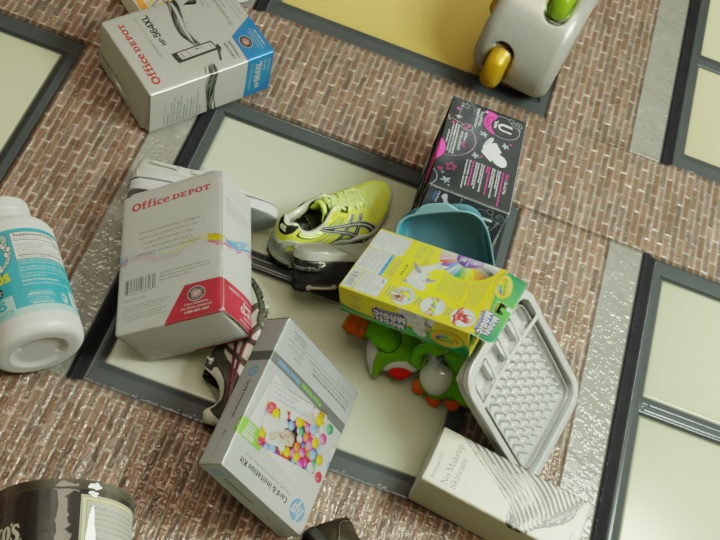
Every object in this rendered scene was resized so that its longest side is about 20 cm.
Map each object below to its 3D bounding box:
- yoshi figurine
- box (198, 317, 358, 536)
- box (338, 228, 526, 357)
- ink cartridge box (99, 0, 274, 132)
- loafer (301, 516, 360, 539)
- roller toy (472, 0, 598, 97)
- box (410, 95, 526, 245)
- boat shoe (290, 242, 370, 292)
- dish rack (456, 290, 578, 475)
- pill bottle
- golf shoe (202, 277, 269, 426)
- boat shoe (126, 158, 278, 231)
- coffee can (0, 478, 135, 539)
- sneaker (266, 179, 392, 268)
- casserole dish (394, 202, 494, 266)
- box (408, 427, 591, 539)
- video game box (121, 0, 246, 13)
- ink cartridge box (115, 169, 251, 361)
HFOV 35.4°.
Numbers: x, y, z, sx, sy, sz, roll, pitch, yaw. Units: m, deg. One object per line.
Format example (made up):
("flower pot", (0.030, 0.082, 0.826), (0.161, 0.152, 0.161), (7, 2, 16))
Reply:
("yoshi figurine", (0.083, 0.088, 1.420), (0.200, 0.112, 0.112), (34, 51, 4))
("box", (-0.089, 0.179, 1.304), (0.156, 0.041, 0.200), (51, 49, -34))
("box", (0.088, 0.028, 1.357), (0.200, 0.048, 0.117), (19, 49, 22))
("ink cartridge box", (-0.245, -0.300, 1.586), (0.200, 0.084, 0.146), (-26, 69, -27))
("loafer", (0.021, 0.352, 1.260), (0.071, 0.073, 0.200), (-33, 72, -28))
("roller toy", (0.255, -0.364, 1.692), (0.140, 0.200, 0.182), (30, 22, 5))
("box", (0.141, -0.113, 1.522), (0.115, 0.132, 0.200), (21, 45, -2))
("boat shoe", (0.000, 0.000, 1.477), (0.200, 0.060, 0.074), (0, 17, -34))
("dish rack", (0.190, 0.142, 1.391), (0.172, 0.043, 0.200), (-54, 126, -33))
("pill bottle", (-0.406, 0.012, 1.341), (0.111, 0.111, 0.200), (-14, 63, -21))
("golf shoe", (-0.150, 0.098, 1.374), (0.088, 0.077, 0.200), (-1, 59, -8))
("boat shoe", (-0.203, -0.106, 1.485), (0.200, 0.074, 0.065), (14, 61, -6))
("coffee can", (-0.307, 0.331, 1.149), (0.146, 0.146, 0.200), (3, 59, -12))
("sneaker", (-0.031, -0.071, 1.504), (0.200, 0.076, 0.075), (-32, 69, -29))
("casserole dish", (0.114, -0.010, 1.447), (0.121, 0.200, 0.039), (-4, 35, 15))
("box", (0.165, 0.275, 1.346), (0.200, 0.068, 0.082), (27, 57, 2))
("video game box", (-0.292, -0.464, 1.698), (0.182, 0.047, 0.200), (-26, 68, -23))
("ink cartridge box", (-0.213, -0.005, 1.380), (0.147, 0.086, 0.200), (-14, 57, 18))
